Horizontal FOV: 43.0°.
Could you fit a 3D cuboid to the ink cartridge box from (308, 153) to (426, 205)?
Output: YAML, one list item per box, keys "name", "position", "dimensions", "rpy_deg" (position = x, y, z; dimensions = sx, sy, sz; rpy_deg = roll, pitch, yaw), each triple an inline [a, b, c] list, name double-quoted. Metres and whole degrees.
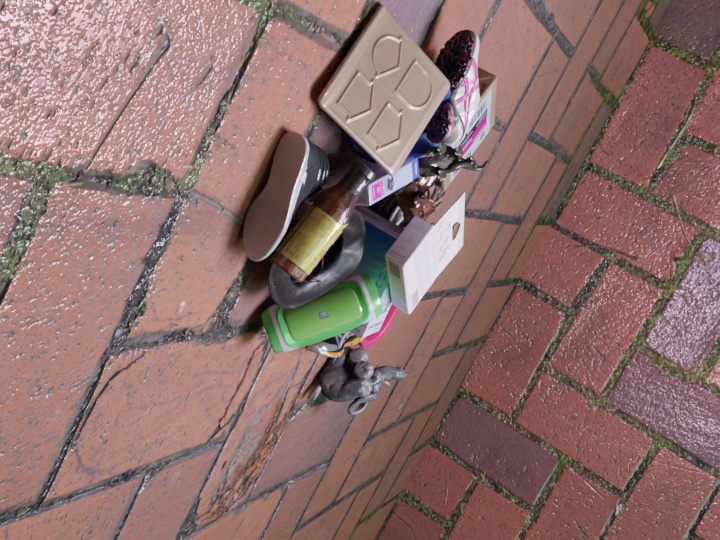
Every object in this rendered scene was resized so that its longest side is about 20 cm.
- name: "ink cartridge box"
  position: [0.015, -0.154, 1.508]
  dimensions: [0.200, 0.119, 0.042]
  rpy_deg: [-37, 126, -51]

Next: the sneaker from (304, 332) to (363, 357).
- name: "sneaker"
  position: [-0.051, 0.120, 1.854]
  dimensions: [0.200, 0.078, 0.077]
  rpy_deg: [-29, 132, -62]

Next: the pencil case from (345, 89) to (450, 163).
- name: "pencil case"
  position: [0.064, -0.261, 1.501]
  dimensions: [0.200, 0.078, 0.087]
  rpy_deg: [-45, -178, -21]

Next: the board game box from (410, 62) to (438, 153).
- name: "board game box"
  position: [0.101, -0.290, 1.615]
  dimensions: [0.200, 0.039, 0.158]
  rpy_deg: [-14, 118, -38]

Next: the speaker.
- name: "speaker"
  position: [-0.067, 0.074, 1.572]
  dimensions: [0.200, 0.089, 0.088]
  rpy_deg: [-20, 153, -6]

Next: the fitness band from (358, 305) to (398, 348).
- name: "fitness band"
  position: [0.047, 0.086, 2.102]
  dimensions: [0.144, 0.037, 0.200]
  rpy_deg: [-3, 122, -65]

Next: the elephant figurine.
- name: "elephant figurine"
  position: [-0.002, 0.257, 2.065]
  dimensions: [0.200, 0.155, 0.142]
  rpy_deg: [50, 50, -62]

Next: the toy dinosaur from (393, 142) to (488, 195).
- name: "toy dinosaur"
  position: [0.138, -0.193, 1.610]
  dimensions: [0.200, 0.102, 0.077]
  rpy_deg: [-23, 109, -31]

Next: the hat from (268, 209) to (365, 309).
- name: "hat"
  position: [-0.087, -0.036, 1.492]
  dimensions: [0.200, 0.081, 0.201]
  rpy_deg: [-30, 141, -27]

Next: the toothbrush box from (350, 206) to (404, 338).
- name: "toothbrush box"
  position: [0.000, 0.000, 1.668]
  dimensions: [0.085, 0.146, 0.200]
  rpy_deg: [-15, 132, -64]

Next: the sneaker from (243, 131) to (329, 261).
- name: "sneaker"
  position: [-0.104, -0.104, 1.356]
  dimensions: [0.099, 0.071, 0.200]
  rpy_deg: [0, 115, -63]

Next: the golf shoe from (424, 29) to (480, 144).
- name: "golf shoe"
  position: [0.171, -0.319, 1.590]
  dimensions: [0.092, 0.073, 0.200]
  rpy_deg: [-10, 124, -43]

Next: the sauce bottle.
- name: "sauce bottle"
  position: [-0.052, -0.076, 1.374]
  dimensions: [0.200, 0.066, 0.066]
  rpy_deg: [-51, 161, -2]

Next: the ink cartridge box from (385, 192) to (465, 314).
- name: "ink cartridge box"
  position: [0.116, -0.036, 1.609]
  dimensions: [0.176, 0.045, 0.200]
  rpy_deg: [-51, 160, -18]

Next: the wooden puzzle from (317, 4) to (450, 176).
- name: "wooden puzzle"
  position: [0.034, -0.273, 1.403]
  dimensions: [0.200, 0.046, 0.185]
  rpy_deg: [42, 74, -38]

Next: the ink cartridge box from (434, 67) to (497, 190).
- name: "ink cartridge box"
  position: [0.192, -0.287, 1.832]
  dimensions: [0.200, 0.075, 0.165]
  rpy_deg: [-54, 160, -18]

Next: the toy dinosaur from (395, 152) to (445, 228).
- name: "toy dinosaur"
  position: [0.108, -0.175, 1.681]
  dimensions: [0.086, 0.135, 0.200]
  rpy_deg: [-1, 114, -67]

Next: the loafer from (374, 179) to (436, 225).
- name: "loafer"
  position: [0.085, -0.128, 1.781]
  dimensions: [0.200, 0.071, 0.073]
  rpy_deg: [-60, 162, -18]
